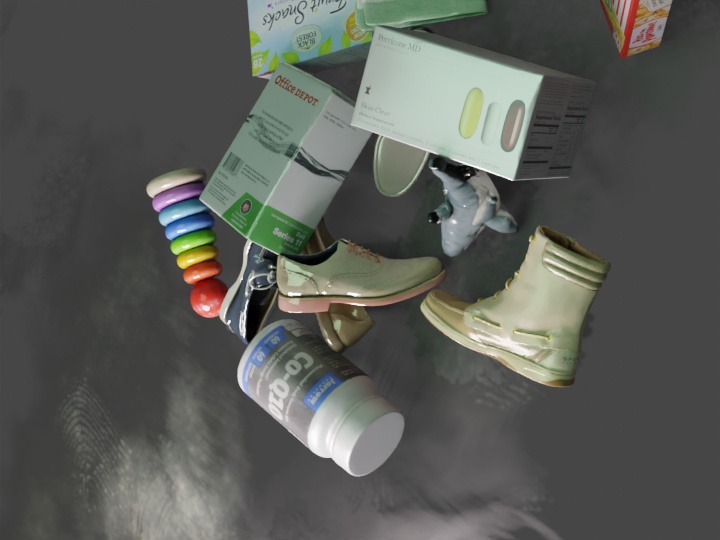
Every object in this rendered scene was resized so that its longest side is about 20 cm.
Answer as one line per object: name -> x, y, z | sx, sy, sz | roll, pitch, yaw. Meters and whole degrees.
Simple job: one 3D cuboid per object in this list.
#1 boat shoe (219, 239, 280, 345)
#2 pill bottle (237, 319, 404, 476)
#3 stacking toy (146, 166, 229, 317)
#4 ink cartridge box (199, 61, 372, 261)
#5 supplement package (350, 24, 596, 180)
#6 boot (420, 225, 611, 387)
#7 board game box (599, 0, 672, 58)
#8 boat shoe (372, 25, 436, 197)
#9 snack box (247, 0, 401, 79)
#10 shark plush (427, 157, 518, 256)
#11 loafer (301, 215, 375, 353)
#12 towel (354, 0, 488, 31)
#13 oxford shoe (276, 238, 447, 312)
boat shoe -> -0.122, 0.008, 1.658 | 0.062, 0.075, 0.200 | 46, 120, 31
pill bottle -> -0.047, 0.155, 1.573 | 0.200, 0.114, 0.114 | 36, 113, 34
stacking toy -> -0.221, -0.034, 1.747 | 0.085, 0.085, 0.200 | -21, 85, 39
ink cartridge box -> -0.087, -0.133, 1.545 | 0.200, 0.083, 0.147 | -59, 37, 5
supplement package -> 0.121, -0.178, 1.370 | 0.200, 0.156, 0.111 | 21, 105, 27
boot -> 0.168, 0.020, 1.412 | 0.200, 0.073, 0.156 | 28, 109, 35
board game box -> 0.255, -0.314, 1.252 | 0.046, 0.200, 0.152 | -18, 77, 3
boat shoe -> 0.059, -0.187, 1.519 | 0.067, 0.057, 0.200 | 11, 105, 3
snack box -> -0.048, -0.335, 1.586 | 0.200, 0.068, 0.169 | -8, 84, 41
shark plush -> 0.111, -0.068, 1.396 | 0.083, 0.200, 0.091 | -35, 78, 2
loafer -> -0.031, 0.005, 1.587 | 0.067, 0.076, 0.200 | -19, 69, 4
towel -> 0.058, -0.381, 1.481 | 0.152, 0.023, 0.200 | -8, 84, 10
oxford shoe -> 0.000, 0.000, 1.496 | 0.071, 0.200, 0.074 | -109, 11, -74
